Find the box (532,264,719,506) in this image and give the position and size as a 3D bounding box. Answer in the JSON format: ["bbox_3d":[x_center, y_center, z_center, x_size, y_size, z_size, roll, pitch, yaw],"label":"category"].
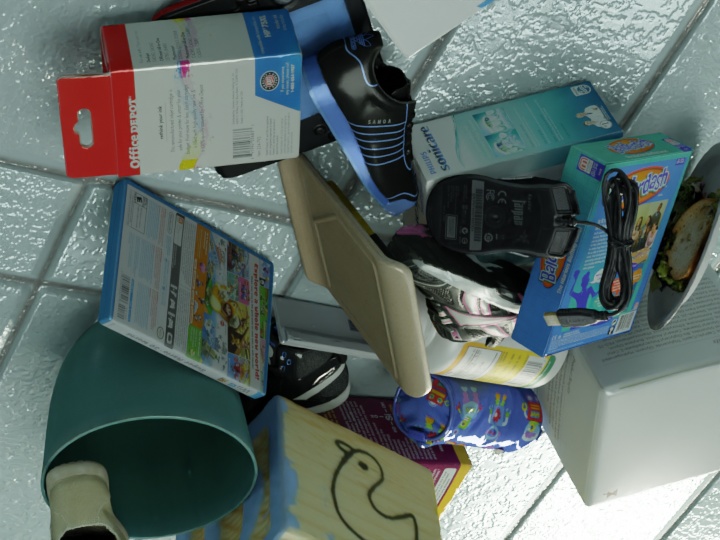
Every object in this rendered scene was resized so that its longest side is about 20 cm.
[{"bbox_3d":[0.308,0.115,1.771,0.199,0.172,0.199,-13,136,-12],"label":"box"}]

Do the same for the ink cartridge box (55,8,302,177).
[{"bbox_3d":[-0.153,-0.147,1.356,0.199,0.067,0.116,-6,136,-11],"label":"ink cartridge box"}]

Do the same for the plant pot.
[{"bbox_3d":[-0.207,0.135,1.550,0.200,0.161,0.201,-7,140,-6],"label":"plant pot"}]

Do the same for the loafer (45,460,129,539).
[{"bbox_3d":[-0.255,0.255,1.501,0.075,0.068,0.200,-8,140,-3],"label":"loafer"}]

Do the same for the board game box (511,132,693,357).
[{"bbox_3d":[0.229,-0.026,1.529,0.152,0.045,0.201,-11,124,-47],"label":"board game box"}]

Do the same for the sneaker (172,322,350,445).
[{"bbox_3d":[-0.109,0.111,1.657,0.200,0.073,0.112,-21,134,-16],"label":"sneaker"}]

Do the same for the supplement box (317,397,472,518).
[{"bbox_3d":[0.000,0.219,1.782,0.199,0.103,0.131,6,129,-30],"label":"supplement box"}]

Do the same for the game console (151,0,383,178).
[{"bbox_3d":[-0.071,-0.178,1.415,0.176,0.031,0.200,-23,137,-2],"label":"game console"}]

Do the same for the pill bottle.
[{"bbox_3d":[0.108,0.055,1.664,0.200,0.113,0.113,10,127,-32],"label":"pill bottle"}]

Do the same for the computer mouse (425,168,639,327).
[{"bbox_3d":[0.159,-0.020,1.458,0.199,0.141,0.046,-1,-173,24],"label":"computer mouse"}]

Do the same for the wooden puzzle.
[{"bbox_3d":[0.000,0.000,1.505,0.037,0.200,0.185,-30,139,-16],"label":"wooden puzzle"}]

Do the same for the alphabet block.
[{"bbox_3d":[-0.053,0.282,1.612,0.200,0.196,0.196,28,122,-25],"label":"alphabet block"}]

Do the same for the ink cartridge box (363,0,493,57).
[{"bbox_3d":[0.030,-0.299,1.218,0.147,0.200,0.146,-32,138,8],"label":"ink cartridge box"}]

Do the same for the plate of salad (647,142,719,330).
[{"bbox_3d":[0.320,-0.038,1.631,0.048,0.200,0.200,18,127,-2],"label":"plate of salad"}]

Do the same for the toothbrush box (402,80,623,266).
[{"bbox_3d":[0.144,-0.082,1.567,0.199,0.085,0.147,-16,137,-10],"label":"toothbrush box"}]

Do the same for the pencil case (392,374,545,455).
[{"bbox_3d":[0.119,0.156,1.758,0.200,0.078,0.087,12,87,-51],"label":"pencil case"}]

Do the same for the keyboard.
[{"bbox_3d":[-0.002,0.065,1.664,0.200,0.056,0.011,12,135,-33],"label":"keyboard"}]

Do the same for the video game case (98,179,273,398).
[{"bbox_3d":[-0.156,0.019,1.492,0.018,0.144,0.200,-21,144,35],"label":"video game case"}]

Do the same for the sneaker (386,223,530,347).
[{"bbox_3d":[0.093,0.028,1.528,0.200,0.080,0.086,25,114,-39],"label":"sneaker"}]

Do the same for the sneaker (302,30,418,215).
[{"bbox_3d":[0.021,-0.128,1.433,0.078,0.070,0.200,-24,137,11],"label":"sneaker"}]
